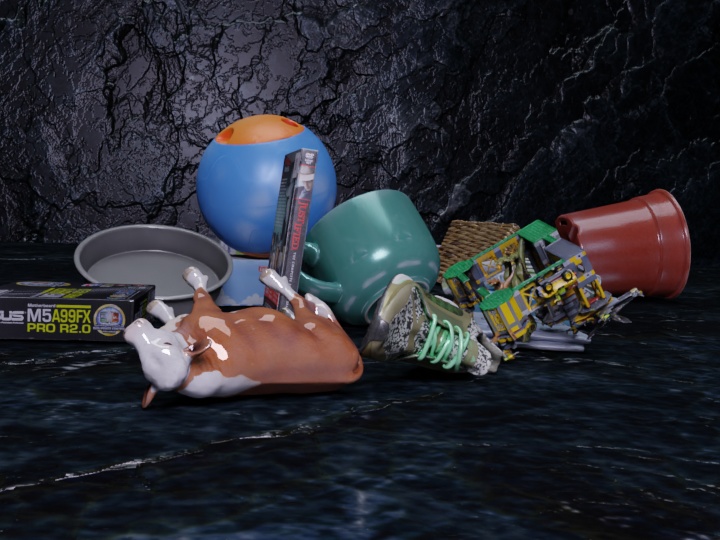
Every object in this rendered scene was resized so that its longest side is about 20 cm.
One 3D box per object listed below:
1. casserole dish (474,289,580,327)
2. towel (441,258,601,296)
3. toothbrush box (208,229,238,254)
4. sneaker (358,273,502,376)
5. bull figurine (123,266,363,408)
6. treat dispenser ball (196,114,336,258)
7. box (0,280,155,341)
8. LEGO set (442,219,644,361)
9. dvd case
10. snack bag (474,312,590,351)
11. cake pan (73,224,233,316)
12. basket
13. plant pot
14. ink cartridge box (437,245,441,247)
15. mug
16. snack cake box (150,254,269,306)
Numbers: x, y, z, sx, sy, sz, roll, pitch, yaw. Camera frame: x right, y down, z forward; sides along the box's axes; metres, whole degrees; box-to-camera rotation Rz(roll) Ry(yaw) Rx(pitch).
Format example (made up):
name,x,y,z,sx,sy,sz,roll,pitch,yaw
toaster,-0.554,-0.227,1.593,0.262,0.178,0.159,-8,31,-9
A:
name,x,y,z,sx,sy,sz,roll,pitch,yaw
casserole dish,0.222,0.050,1.381,0.198,0.039,0.121,3,4,17
towel,0.235,0.018,1.519,0.170,0.049,0.200,9,-10,-19
toothbrush box,-0.290,-0.075,2.731,0.198,0.087,0.145,2,4,-22
sneaker,0.069,0.056,0.871,0.088,0.078,0.200,23,5,26
bull figurine,-0.093,0.052,0.772,0.199,0.065,0.122,9,32,-35
treat dispenser ball,-0.133,-0.119,1.465,0.199,0.203,0.201,2,3,0
box,-0.310,0.041,1.112,0.159,0.045,0.200,3,3,-5
LEGO set,0.180,0.039,1.061,0.153,0.116,0.200,-32,17,-11
dvd case,-0.079,-0.028,1.111,0.022,0.202,0.146,7,2,-11
snack bag,0.151,0.067,1.191,0.187,0.022,0.200,3,4,-1
cake pan,-0.262,0.000,1.315,0.198,0.037,0.201,8,27,-4
basket,0.250,0.000,2.054,0.143,0.150,0.199,40,-20,-33
plant pot,0.461,-0.038,1.873,0.193,0.203,0.201,-6,5,-11
ink cartridge box,0.211,-0.044,2.871,0.199,0.051,0.109,6,4,35
mug,0.006,0.002,1.245,0.184,0.115,0.152,-27,-27,-4
snack cake box,-0.214,0.012,1.475,0.198,0.068,0.115,1,6,-23
